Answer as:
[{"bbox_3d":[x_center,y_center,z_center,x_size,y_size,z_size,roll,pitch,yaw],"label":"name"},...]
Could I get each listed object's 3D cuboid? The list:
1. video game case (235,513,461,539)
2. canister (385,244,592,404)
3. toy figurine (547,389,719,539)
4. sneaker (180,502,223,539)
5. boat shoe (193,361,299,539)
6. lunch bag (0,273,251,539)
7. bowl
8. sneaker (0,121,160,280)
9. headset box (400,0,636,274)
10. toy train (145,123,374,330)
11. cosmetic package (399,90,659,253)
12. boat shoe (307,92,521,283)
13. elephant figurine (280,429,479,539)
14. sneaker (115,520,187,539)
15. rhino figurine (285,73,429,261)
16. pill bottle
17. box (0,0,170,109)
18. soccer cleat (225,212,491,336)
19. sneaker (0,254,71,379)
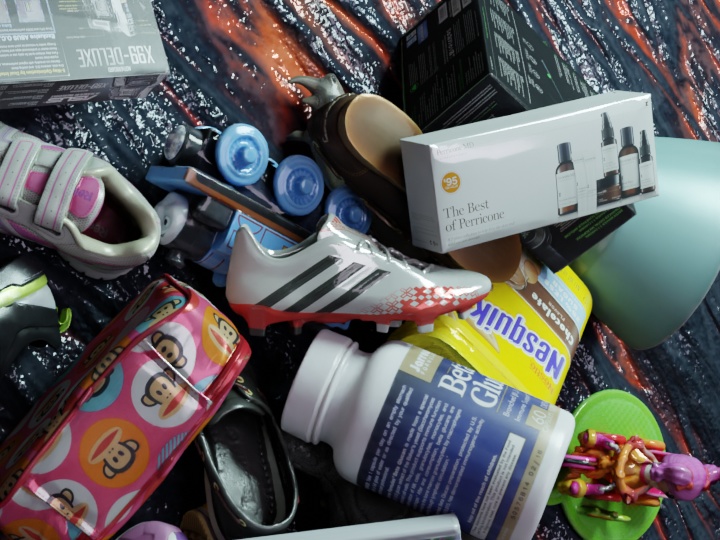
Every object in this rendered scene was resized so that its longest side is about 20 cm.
[{"bbox_3d":[-0.023,0.268,1.007,0.198,0.023,0.184,-6,111,-4],"label":"video game case"},{"bbox_3d":[0.109,0.054,1.165,0.148,0.086,0.200,44,39,-9],"label":"canister"},{"bbox_3d":[0.272,0.179,1.263,0.199,0.183,0.152,15,78,-34],"label":"toy figurine"},{"bbox_3d":[-0.062,0.258,1.075,0.090,0.075,0.202,-24,102,-29],"label":"sneaker"},{"bbox_3d":[-0.096,0.105,1.039,0.073,0.063,0.203,-9,69,-29],"label":"boat shoe"},{"bbox_3d":[-0.171,0.095,0.951,0.082,0.176,0.200,44,83,-17],"label":"lunch bag"},{"bbox_3d":[0.243,-0.042,1.273,0.104,0.201,0.203,23,72,-12],"label":"bowl"},{"bbox_3d":[-0.218,-0.057,0.974,0.199,0.088,0.082,22,74,-33],"label":"sneaker"},{"bbox_3d":[0.135,-0.121,1.189,0.200,0.093,0.175,38,29,-27],"label":"headset box"},{"bbox_3d":[-0.075,-0.034,1.082,0.199,0.086,0.115,28,77,-34],"label":"toy train"},{"bbox_3d":[0.130,-0.077,1.059,0.198,0.051,0.083,-15,104,-24],"label":"cosmetic package"},{"bbox_3d":[0.042,-0.063,1.088,0.200,0.070,0.071,45,64,-22],"label":"boat shoe"},{"bbox_3d":[0.030,0.217,1.100,0.199,0.154,0.143,20,84,-47],"label":"elephant figurine"},{"bbox_3d":[-0.155,0.282,1.009,0.088,0.080,0.202,21,79,-40],"label":"sneaker"},{"bbox_3d":[0.009,-0.087,1.164,0.200,0.060,0.088,46,67,-22],"label":"rhino figurine"},{"bbox_3d":[0.047,0.118,1.033,0.198,0.111,0.112,22,69,7],"label":"pill bottle"},{"bbox_3d":[-0.243,-0.193,0.967,0.199,0.050,0.159,-11,79,-37],"label":"box"},{"bbox_3d":[0.000,0.000,1.031,0.198,0.069,0.086,-3,100,-8],"label":"soccer cleat"},{"bbox_3d":[-0.274,0.064,0.934,0.199,0.071,0.083,-35,108,-33],"label":"sneaker"}]
